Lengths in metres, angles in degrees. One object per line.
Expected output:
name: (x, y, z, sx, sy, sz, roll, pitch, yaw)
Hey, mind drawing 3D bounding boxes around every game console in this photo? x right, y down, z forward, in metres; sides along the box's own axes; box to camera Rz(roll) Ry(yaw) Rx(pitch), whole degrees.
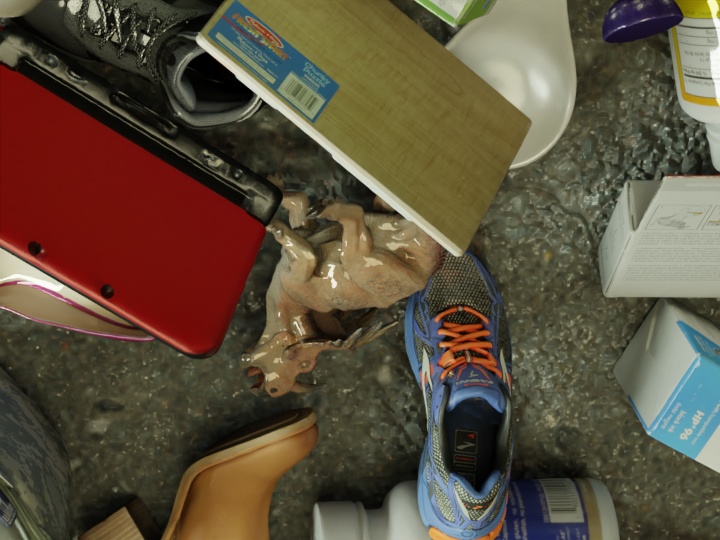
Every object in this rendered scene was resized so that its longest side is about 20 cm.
game console: (-0.162, -0.050, 1.419, 0.199, 0.172, 0.119, 32, 87, -16)

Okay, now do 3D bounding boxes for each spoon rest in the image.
spoon rest: (0.100, -0.159, 1.483, 0.099, 0.061, 0.201, 10, 107, -10)

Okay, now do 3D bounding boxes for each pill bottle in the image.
pill bottle: (0.247, -0.166, 1.472, 0.108, 0.109, 0.201, -12, 111, -2)
pill bottle: (0.068, 0.201, 1.573, 0.198, 0.120, 0.121, 0, 109, -6)

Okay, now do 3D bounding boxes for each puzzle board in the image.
puzzle board: (0.004, -0.111, 1.409, 0.200, 0.151, 0.017, 39, 130, -7)

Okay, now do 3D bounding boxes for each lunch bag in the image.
lunch bag: (-0.252, 0.159, 1.479, 0.138, 0.200, 0.169, -11, 111, -3)

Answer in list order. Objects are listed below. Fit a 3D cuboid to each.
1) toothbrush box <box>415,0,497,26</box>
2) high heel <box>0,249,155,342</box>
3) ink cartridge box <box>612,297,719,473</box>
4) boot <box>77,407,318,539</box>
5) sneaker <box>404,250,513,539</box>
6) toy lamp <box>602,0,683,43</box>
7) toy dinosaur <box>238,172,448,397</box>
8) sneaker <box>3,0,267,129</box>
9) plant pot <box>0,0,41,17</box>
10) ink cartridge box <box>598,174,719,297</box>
toothbrush box: (0.030, -0.218, 1.345, 0.145, 0.200, 0.086, 35, 103, 2)
high heel: (-0.218, 0.007, 1.484, 0.199, 0.096, 0.068, 15, 107, -12)
ink cartridge box: (0.278, 0.106, 1.567, 0.199, 0.116, 0.068, 28, 105, -14)
boot: (-0.077, 0.196, 1.555, 0.199, 0.077, 0.156, -34, 90, 11)
sneaker: (0.073, 0.076, 1.517, 0.075, 0.079, 0.201, -2, 70, -10)
toy lamp: (0.150, -0.244, 1.427, 0.058, 0.058, 0.201, -15, 83, -1)
toy dinosaur: (0.000, 0.000, 1.490, 0.199, 0.086, 0.136, -17, 118, 35)
sneaker: (-0.131, -0.145, 1.431, 0.199, 0.114, 0.076, 17, 106, -12)
plant pot: (-0.203, -0.251, 1.353, 0.199, 0.200, 0.174, 26, 114, -15)
ink cartridge box: (0.268, -0.036, 1.498, 0.198, 0.045, 0.176, 0, 153, -7)
